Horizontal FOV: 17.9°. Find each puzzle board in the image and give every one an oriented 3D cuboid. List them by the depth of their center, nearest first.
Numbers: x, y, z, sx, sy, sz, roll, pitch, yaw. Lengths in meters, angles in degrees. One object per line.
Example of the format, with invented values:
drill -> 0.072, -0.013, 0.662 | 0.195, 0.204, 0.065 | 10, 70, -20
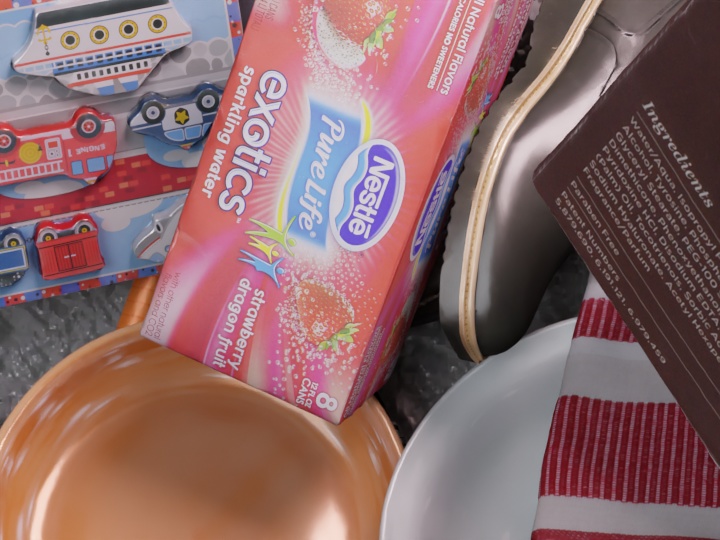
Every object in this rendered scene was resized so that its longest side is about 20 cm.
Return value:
puzzle board -> -0.146, -0.058, 1.072 | 0.198, 0.017, 0.152 | -12, 116, -9

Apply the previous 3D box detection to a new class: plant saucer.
plant saucer -> -0.073, 0.118, 1.025 | 0.198, 0.038, 0.202 | 0, 65, -1

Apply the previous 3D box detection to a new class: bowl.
bowl -> 0.115, 0.123, 0.986 | 0.199, 0.091, 0.202 | -12, 52, 16

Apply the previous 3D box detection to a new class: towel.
towel -> 0.155, 0.031, 0.963 | 0.143, 0.023, 0.201 | 0, 56, 26

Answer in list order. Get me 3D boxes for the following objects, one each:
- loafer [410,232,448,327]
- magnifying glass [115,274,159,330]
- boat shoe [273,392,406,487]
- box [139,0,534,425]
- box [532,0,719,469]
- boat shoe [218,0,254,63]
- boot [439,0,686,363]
loafer -> 0.000, 0.000, 1.072 | 0.199, 0.071, 0.073 | -32, 77, 23
magnifying glass -> -0.121, 0.061, 1.138 | 0.022, 0.079, 0.202 | 17, 88, 25
boat shoe -> -0.069, 0.112, 1.113 | 0.199, 0.071, 0.064 | -31, 78, 15
box -> -0.007, -0.050, 0.978 | 0.099, 0.095, 0.201 | 24, 105, 9
box -> 0.198, -0.039, 0.831 | 0.165, 0.165, 0.200 | 58, 154, 9
boat shoe -> -0.007, -0.150, 1.086 | 0.200, 0.073, 0.063 | -38, 100, 22
boot -> 0.125, -0.043, 0.977 | 0.137, 0.078, 0.201 | 16, 72, 21
